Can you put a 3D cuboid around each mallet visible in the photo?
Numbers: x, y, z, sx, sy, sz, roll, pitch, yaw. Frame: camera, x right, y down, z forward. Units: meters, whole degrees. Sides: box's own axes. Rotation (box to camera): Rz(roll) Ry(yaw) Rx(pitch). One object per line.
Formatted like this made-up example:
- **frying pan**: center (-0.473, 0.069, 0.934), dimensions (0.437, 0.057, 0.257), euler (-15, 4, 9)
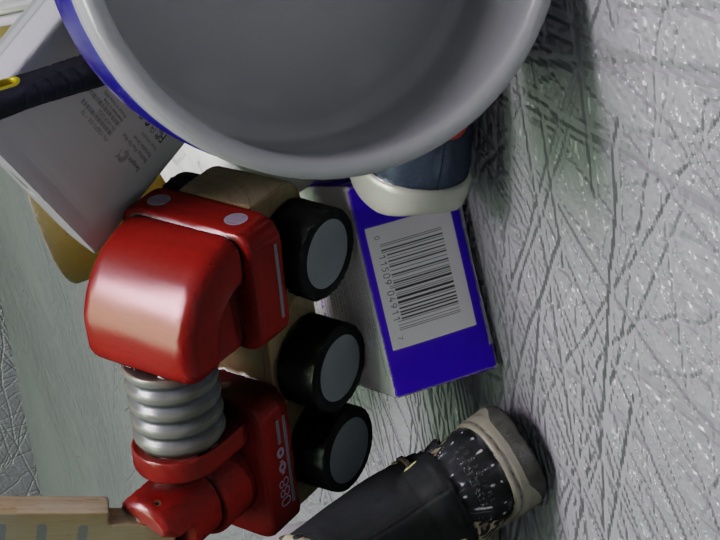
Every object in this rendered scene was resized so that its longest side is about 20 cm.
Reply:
- **mallet**: center (-0.081, -0.103, 0.731), dimensions (0.066, 0.198, 0.041), euler (44, 143, 47)

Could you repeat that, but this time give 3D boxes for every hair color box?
- **hair color box**: center (0.000, 0.000, 0.924), dimensions (0.200, 0.064, 0.110), euler (-173, 69, -69)

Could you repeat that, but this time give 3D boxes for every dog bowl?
- **dog bowl**: center (-0.025, -0.139, 0.663), dimensions (0.079, 0.198, 0.202), euler (-158, 56, -69)

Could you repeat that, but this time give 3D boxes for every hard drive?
- **hard drive**: center (-0.090, -0.116, 0.773), dimensions (0.026, 0.201, 0.132), euler (32, 169, 26)

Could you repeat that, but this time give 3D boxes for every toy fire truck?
- **toy fire truck**: center (-0.104, 0.064, 0.807), dimensions (0.128, 0.200, 0.178), euler (14, 125, 31)

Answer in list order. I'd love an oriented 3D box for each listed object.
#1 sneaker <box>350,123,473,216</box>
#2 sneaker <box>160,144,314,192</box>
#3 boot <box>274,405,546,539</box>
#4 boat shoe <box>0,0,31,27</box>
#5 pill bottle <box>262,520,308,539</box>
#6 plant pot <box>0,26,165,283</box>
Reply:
- **sneaker**: center (0.002, -0.112, 0.830), dimensions (0.200, 0.074, 0.085), euler (50, 142, 44)
- **sneaker**: center (-0.067, -0.068, 0.932), dimensions (0.200, 0.074, 0.100), euler (36, 145, 56)
- **boot**: center (0.002, 0.151, 0.877), dimensions (0.074, 0.153, 0.204), euler (55, 156, 14)
- **boat shoe**: center (-0.140, -0.169, 0.971), dimensions (0.074, 0.198, 0.067), euler (-92, -1, -75)
- **pill bottle**: center (-0.005, 0.255, 1.060), dimensions (0.200, 0.110, 0.112), euler (-132, 32, -56)
- **plant pot**: center (-0.137, -0.105, 1.089), dimensions (0.200, 0.140, 0.202), euler (-12, -90, -88)
